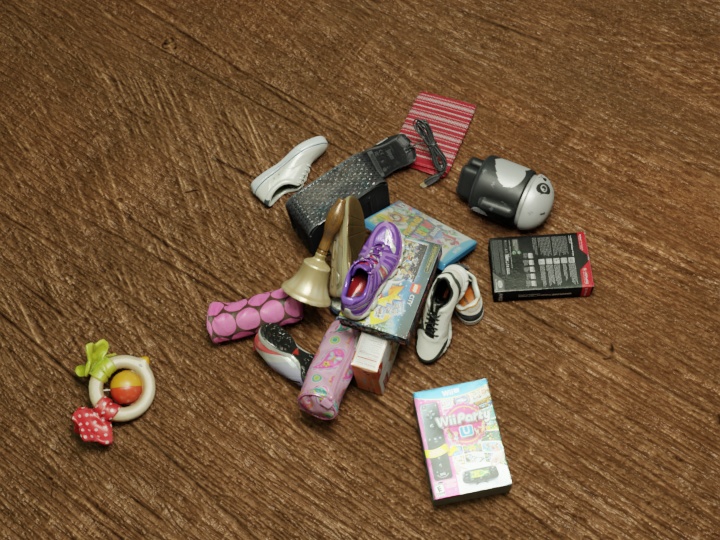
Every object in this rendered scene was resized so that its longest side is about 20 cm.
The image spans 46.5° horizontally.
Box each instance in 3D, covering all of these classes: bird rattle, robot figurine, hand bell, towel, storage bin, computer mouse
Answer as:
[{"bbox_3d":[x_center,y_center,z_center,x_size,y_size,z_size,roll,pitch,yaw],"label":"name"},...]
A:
[{"bbox_3d":[-0.484,0.237,1.642,0.161,0.113,0.202,-5,66,-15],"label":"bird rattle"},{"bbox_3d":[0.301,-0.165,1.733,0.198,0.125,0.151,25,77,17],"label":"robot figurine"},{"bbox_3d":[-0.070,-0.042,1.598,0.103,0.104,0.202,27,105,18],"label":"hand bell"},{"bbox_3d":[0.162,-0.307,1.875,0.143,0.023,0.202,18,66,16],"label":"towel"},{"bbox_3d":[-0.044,-0.133,1.748,0.199,0.136,0.094,-35,66,-11],"label":"storage bin"},{"bbox_3d":[0.094,-0.235,1.821,0.199,0.141,0.046,-28,17,27],"label":"computer mouse"}]

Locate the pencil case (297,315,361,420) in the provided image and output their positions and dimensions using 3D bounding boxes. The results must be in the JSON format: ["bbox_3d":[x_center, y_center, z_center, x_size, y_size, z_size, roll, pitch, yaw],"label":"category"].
[{"bbox_3d":[-0.050,0.184,1.594,0.086,0.088,0.201,15,49,13],"label":"pencil case"}]

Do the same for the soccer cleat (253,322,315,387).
[{"bbox_3d":[-0.129,0.189,1.650,0.200,0.073,0.068,41,44,5],"label":"soccer cleat"}]

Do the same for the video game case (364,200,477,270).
[{"bbox_3d":[0.123,-0.075,1.718,0.199,0.018,0.143,30,35,23],"label":"video game case"}]

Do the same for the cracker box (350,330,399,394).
[{"bbox_3d":[0.044,0.122,1.617,0.057,0.134,0.202,15,67,14],"label":"cracker box"}]

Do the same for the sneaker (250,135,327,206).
[{"bbox_3d":[-0.144,-0.214,1.843,0.199,0.073,0.071,-39,75,-3],"label":"sneaker"}]

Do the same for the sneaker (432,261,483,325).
[{"bbox_3d":[0.183,0.012,1.688,0.078,0.080,0.201,-33,64,-9],"label":"sneaker"}]

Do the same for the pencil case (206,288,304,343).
[{"bbox_3d":[-0.213,0.081,1.692,0.197,0.091,0.095,-14,57,1],"label":"pencil case"}]

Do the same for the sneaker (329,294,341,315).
[{"bbox_3d":[0.000,0.000,1.708,0.077,0.085,0.201,31,72,19],"label":"sneaker"}]

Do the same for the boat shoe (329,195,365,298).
[{"bbox_3d":[-0.034,-0.046,1.651,0.064,0.071,0.203,0,86,31],"label":"boat shoe"}]

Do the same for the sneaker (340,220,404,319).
[{"bbox_3d":[0.022,-0.007,1.518,0.080,0.084,0.202,17,66,16],"label":"sneaker"}]

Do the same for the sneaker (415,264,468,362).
[{"bbox_3d":[0.144,0.086,1.612,0.073,0.080,0.202,21,107,22],"label":"sneaker"}]

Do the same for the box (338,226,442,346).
[{"bbox_3d":[0.058,0.027,1.565,0.135,0.038,0.202,17,67,15],"label":"box"}]

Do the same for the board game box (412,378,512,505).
[{"bbox_3d":[0.184,0.316,1.548,0.145,0.064,0.202,-11,63,0],"label":"board game box"}]

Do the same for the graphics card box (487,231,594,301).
[{"bbox_3d":[0.361,-0.007,1.693,0.197,0.051,0.127,-4,64,3],"label":"graphics card box"}]
